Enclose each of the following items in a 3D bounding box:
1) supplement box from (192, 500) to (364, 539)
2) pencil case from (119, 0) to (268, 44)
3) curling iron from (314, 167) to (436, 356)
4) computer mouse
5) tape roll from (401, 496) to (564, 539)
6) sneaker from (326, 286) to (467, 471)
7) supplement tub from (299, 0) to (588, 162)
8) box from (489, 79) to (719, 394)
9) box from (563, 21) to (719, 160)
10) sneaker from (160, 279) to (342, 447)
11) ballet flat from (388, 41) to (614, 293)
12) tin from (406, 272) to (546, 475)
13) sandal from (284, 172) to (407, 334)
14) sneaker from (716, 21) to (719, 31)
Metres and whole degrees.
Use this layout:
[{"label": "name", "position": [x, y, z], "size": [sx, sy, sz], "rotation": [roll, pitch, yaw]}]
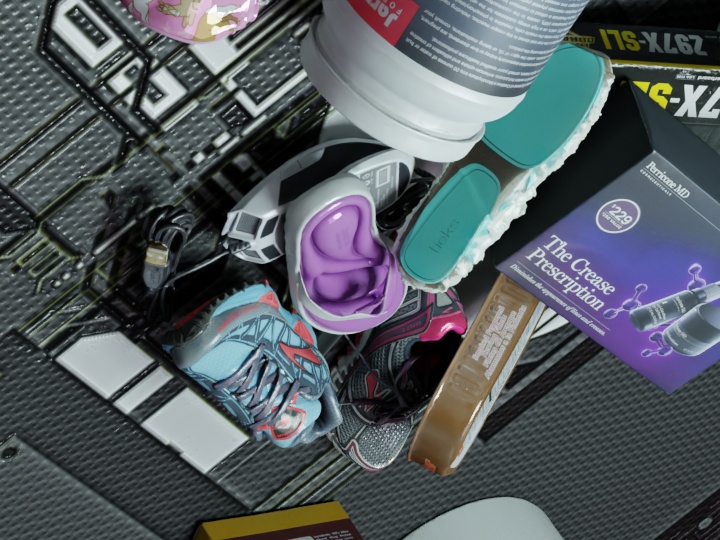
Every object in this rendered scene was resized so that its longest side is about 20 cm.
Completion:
[{"label": "supplement box", "position": [-0.056, 0.322, 1.888], "size": [0.132, 0.200, 0.198], "rotation": [-5, 135, -36]}, {"label": "pencil case", "position": [-0.076, -0.223, 1.337], "size": [0.086, 0.083, 0.200], "rotation": [-10, 137, -31]}, {"label": "curling iron", "position": [0.000, 0.000, 1.715], "size": [0.049, 0.026, 0.200], "rotation": [16, 130, -19]}, {"label": "computer mouse", "position": [-0.059, -0.039, 1.600], "size": [0.199, 0.044, 0.110], "rotation": [-24, 153, -15]}, {"label": "tape roll", "position": [0.105, 0.309, 2.065], "size": [0.202, 0.139, 0.203], "rotation": [-22, 143, -18]}, {"label": "sneaker", "position": [0.024, 0.078, 1.782], "size": [0.080, 0.075, 0.200], "rotation": [-15, 141, -27]}, {"label": "supplement tub", "position": [0.065, -0.179, 1.456], "size": [0.140, 0.140, 0.200], "rotation": [6, 127, -44]}, {"label": "box", "position": [0.198, -0.019, 1.677], "size": [0.141, 0.079, 0.200], "rotation": [-39, 130, 21]}, {"label": "box", "position": [0.188, -0.093, 1.689], "size": [0.199, 0.049, 0.160], "rotation": [3, 131, -15]}, {"label": "sneaker", "position": [-0.061, 0.069, 1.648], "size": [0.079, 0.096, 0.200], "rotation": [-35, 159, 13]}, {"label": "ballet flat", "position": [0.092, -0.071, 1.610], "size": [0.200, 0.072, 0.072], "rotation": [-49, 143, 12]}, {"label": "tin", "position": [0.095, 0.056, 1.764], "size": [0.200, 0.042, 0.112], "rotation": [-61, 168, -10]}, {"label": "sandal", "position": [-0.008, 0.005, 1.625], "size": [0.082, 0.050, 0.203], "rotation": [-31, 153, -1]}, {"label": "sneaker", "position": [0.336, -0.168, 1.759], "size": [0.200, 0.074, 0.118], "rotation": [-28, 135, -22]}]
